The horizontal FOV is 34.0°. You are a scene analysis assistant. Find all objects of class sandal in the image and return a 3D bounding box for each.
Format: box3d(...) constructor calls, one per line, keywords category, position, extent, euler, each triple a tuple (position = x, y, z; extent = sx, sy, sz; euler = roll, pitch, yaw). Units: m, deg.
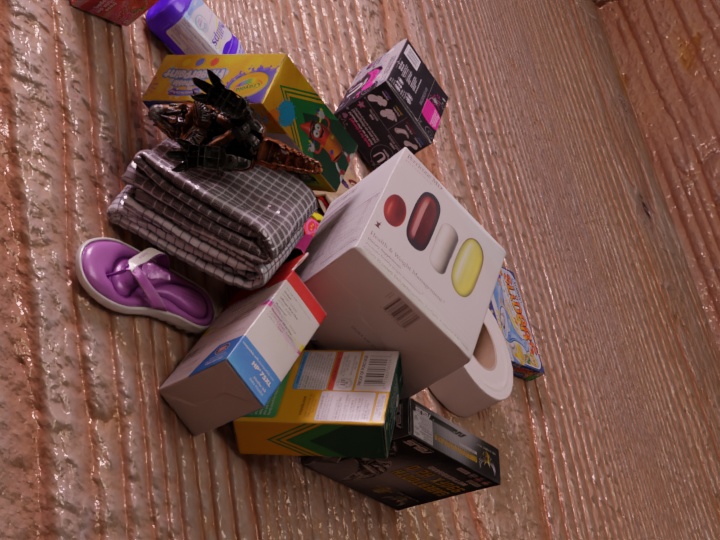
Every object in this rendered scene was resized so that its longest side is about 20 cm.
box3d(category="sandal", position=(-0.218, 0.009, 1.244), extent=(0.202, 0.049, 0.084), euler=(25, 44, -52))

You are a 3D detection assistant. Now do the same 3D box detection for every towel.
box3d(category="towel", position=(-0.159, -0.079, 1.307), extent=(0.198, 0.086, 0.166), euler=(29, 29, 2))

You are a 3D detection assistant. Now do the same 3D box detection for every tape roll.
box3d(category="tape roll", position=(0.152, 0.116, 1.793), extent=(0.202, 0.070, 0.204), euler=(42, 34, -36))

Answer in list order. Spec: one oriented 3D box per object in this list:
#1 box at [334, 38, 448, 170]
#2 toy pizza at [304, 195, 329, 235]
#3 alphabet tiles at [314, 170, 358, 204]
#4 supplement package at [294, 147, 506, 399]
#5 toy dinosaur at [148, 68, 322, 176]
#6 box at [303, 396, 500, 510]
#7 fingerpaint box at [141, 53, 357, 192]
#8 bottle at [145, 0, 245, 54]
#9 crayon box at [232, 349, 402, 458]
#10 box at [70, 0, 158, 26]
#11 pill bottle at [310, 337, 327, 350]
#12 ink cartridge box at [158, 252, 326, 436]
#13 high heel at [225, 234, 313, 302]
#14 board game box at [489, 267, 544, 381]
box3d(category="box", position=(0.051, -0.269, 1.923), extent=(0.133, 0.114, 0.201), euler=(52, 27, -17))
box3d(category="toy pizza", position=(-0.043, -0.053, 1.640), extent=(0.200, 0.031, 0.202), euler=(43, 32, -35))
box3d(category="alphabet tiles", position=(-0.066, -0.162, 1.688), extent=(0.201, 0.006, 0.166), euler=(56, 22, 10))
box3d(category="supplement package", position=(0.043, 0.007, 1.385), extent=(0.191, 0.146, 0.201), euler=(43, 40, -16))
box3d(category="toy dinosaur", position=(-0.136, -0.146, 1.247), extent=(0.136, 0.197, 0.104), euler=(19, 69, -75))
box3d(category="box", position=(0.051, 0.223, 1.406), extent=(0.199, 0.157, 0.049), euler=(35, 44, -44))
box3d(category="fingerpaint box", position=(-0.129, -0.174, 1.379), extent=(0.167, 0.198, 0.074), euler=(47, 60, -43))
box3d(category="bottle", position=(-0.194, -0.284, 1.547), extent=(0.200, 0.065, 0.084), euler=(46, 32, -30))
box3d(category="crayon box", position=(-0.059, 0.144, 1.296), extent=(0.126, 0.197, 0.052), euler=(-73, 160, -54))
box3d(category="box", position=(-0.255, -0.393, 1.387), extent=(0.094, 0.199, 0.104), euler=(11, 54, -55))
box3d(category="pill bottle", position=(0.009, 0.080, 1.518), extent=(0.199, 0.111, 0.113), euler=(30, 41, -48))
box3d(category="ink cartridge box", position=(-0.115, 0.075, 1.257), extent=(0.068, 0.115, 0.201), euler=(52, 40, -15))
box3d(category="high heel", position=(-0.103, -0.007, 1.441), extent=(0.097, 0.067, 0.201), euler=(60, 28, -28))
box3d(category="board game box", position=(0.248, 0.082, 2.037), extent=(0.135, 0.034, 0.203), euler=(22, 47, -53))
